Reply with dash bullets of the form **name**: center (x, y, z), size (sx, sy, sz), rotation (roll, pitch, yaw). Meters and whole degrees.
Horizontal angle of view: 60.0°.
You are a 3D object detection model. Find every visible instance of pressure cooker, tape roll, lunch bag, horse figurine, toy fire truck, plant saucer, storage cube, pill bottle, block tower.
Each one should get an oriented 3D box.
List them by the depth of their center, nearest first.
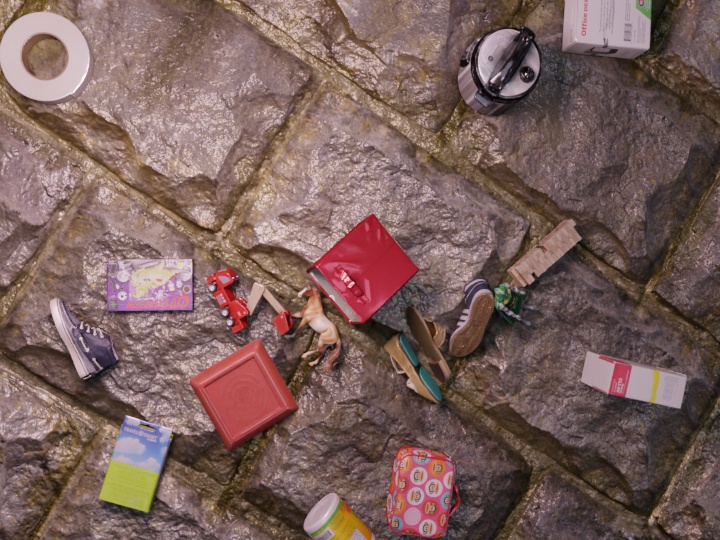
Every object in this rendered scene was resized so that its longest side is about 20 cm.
- **tape roll**: center (-0.719, -0.485, 1.433), size (0.199, 0.037, 0.207), rotation (0, 90, -7)
- **storage cube**: center (0.000, 0.000, 1.449), size (0.179, 0.200, 0.171), rotation (-42, 94, -11)
- **toy fire truck**: center (-0.260, 0.074, 1.471), size (0.139, 0.049, 0.202), rotation (-26, 93, 10)
- **pressure cooker**: center (0.333, -0.475, 1.475), size (0.175, 0.200, 0.179), rotation (-8, 93, -6)
- **pill bottle**: center (-0.033, 0.645, 1.494), size (0.111, 0.111, 0.200), rotation (-42, 95, -4)
- **plant saucer**: center (-0.280, 0.301, 1.497), size (0.198, 0.037, 0.202), rotation (-30, 95, -5)
- **horse figurine**: center (-0.108, 0.145, 1.509), size (0.132, 0.050, 0.201), rotation (-38, 92, 1)
- **lunch bag**: center (0.159, 0.544, 1.530), size (0.173, 0.082, 0.204), rotation (11, 89, -7)
- **block tower**: center (0.466, -0.043, 1.571), size (0.200, 0.054, 0.058), rotation (-42, 96, -4)

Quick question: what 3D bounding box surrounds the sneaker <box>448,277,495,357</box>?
- **sneaker**: center (0.273, 0.112, 1.551), size (0.069, 0.109, 0.202), rotation (17, 119, -9)

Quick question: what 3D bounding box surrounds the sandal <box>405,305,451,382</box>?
- **sandal**: center (0.184, 0.167, 1.543), size (0.069, 0.077, 0.214), rotation (-30, 100, -25)

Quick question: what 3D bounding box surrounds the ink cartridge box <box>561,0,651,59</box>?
- **ink cartridge box**: center (0.616, -0.624, 1.564), size (0.196, 0.084, 0.149), rotation (3, 90, -7)

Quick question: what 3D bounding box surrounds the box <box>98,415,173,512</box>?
- **box**: center (-0.522, 0.448, 1.464), size (0.120, 0.048, 0.203), rotation (17, 89, -7)

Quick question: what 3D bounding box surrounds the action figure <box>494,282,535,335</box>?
- **action figure**: center (0.366, 0.080, 1.501), size (0.054, 0.199, 0.120), rotation (7, 76, 37)

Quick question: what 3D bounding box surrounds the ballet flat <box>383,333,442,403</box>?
- **ballet flat**: center (0.128, 0.249, 1.540), size (0.063, 0.069, 0.202), rotation (-32, 92, 23)

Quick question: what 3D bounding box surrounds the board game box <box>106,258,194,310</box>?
- **board game box**: center (-0.495, 0.033, 1.473), size (0.196, 0.032, 0.123), rotation (-1, 95, -7)

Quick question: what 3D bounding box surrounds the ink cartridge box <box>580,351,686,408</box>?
- **ink cartridge box**: center (0.678, 0.272, 1.554), size (0.196, 0.145, 0.085), rotation (12, 90, -7)

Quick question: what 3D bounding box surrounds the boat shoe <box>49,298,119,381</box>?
- **boat shoe**: center (-0.633, 0.146, 1.441), size (0.091, 0.075, 0.203), rotation (-23, 101, -12)
